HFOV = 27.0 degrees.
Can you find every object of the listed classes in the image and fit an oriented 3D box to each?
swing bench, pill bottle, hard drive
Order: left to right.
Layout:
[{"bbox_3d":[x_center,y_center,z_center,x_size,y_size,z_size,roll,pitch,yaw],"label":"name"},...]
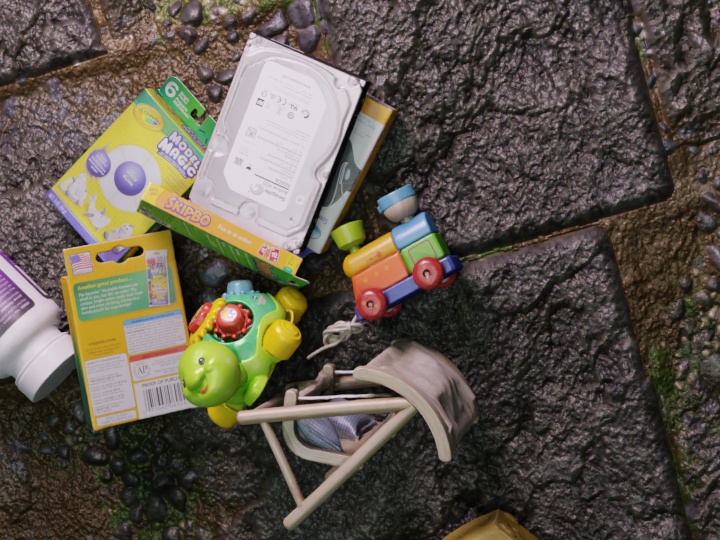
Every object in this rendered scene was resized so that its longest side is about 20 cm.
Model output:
[{"bbox_3d":[-0.412,0.051,1.699,0.200,0.111,0.112,43,103,6],"label":"pill bottle"},{"bbox_3d":[-0.089,-0.136,1.604,0.139,0.038,0.202,24,101,7],"label":"hard drive"},{"bbox_3d":[0.006,0.153,1.569,0.199,0.199,0.131,-25,90,13],"label":"swing bench"}]

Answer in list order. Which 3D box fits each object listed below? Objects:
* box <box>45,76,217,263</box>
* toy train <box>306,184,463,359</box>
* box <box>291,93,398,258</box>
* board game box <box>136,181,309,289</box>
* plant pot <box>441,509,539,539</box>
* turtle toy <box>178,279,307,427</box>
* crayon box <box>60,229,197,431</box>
[{"bbox_3d":[-0.244,-0.112,1.679,0.200,0.048,0.117,-44,86,11],"label":"box"},{"bbox_3d":[0.000,0.000,1.618,0.199,0.085,0.117,-28,83,14],"label":"toy train"},{"bbox_3d":[-0.056,-0.114,1.641,0.118,0.041,0.201,30,103,8],"label":"box"},{"bbox_3d":[-0.146,-0.034,1.616,0.199,0.096,0.030,30,80,-8],"label":"board game box"},{"bbox_3d":[0.129,0.368,1.573,0.194,0.195,0.201,38,96,7],"label":"plant pot"},{"bbox_3d":[-0.138,0.086,1.599,0.101,0.200,0.146,34,113,-12],"label":"turtle toy"},{"bbox_3d":[-0.257,0.064,1.664,0.124,0.052,0.202,-11,97,-20],"label":"crayon box"}]
